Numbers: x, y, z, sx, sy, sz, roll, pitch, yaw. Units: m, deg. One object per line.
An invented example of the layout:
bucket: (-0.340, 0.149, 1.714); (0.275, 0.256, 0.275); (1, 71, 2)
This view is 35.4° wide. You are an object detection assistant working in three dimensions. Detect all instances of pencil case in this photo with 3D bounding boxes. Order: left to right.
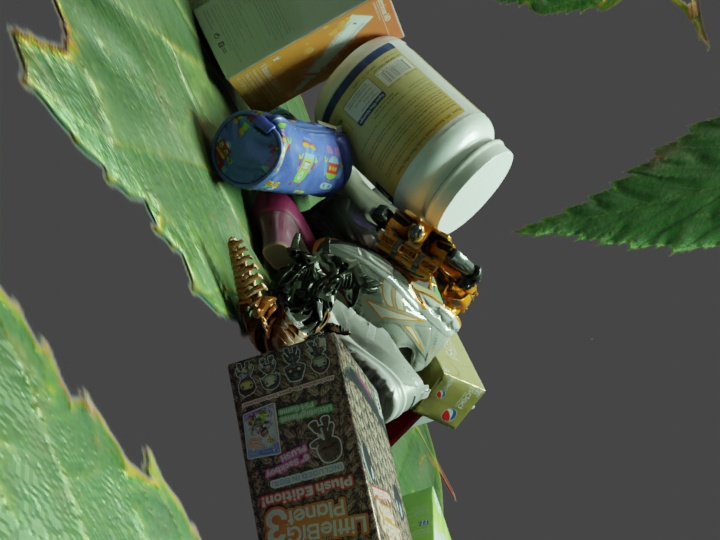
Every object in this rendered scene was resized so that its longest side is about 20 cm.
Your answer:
pencil case: (-0.074, -0.121, 1.174); (0.078, 0.087, 0.200); (37, 15, 18)

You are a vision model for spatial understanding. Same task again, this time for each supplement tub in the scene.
supplement tub: (0.060, -0.151, 1.272); (0.200, 0.144, 0.144); (45, -1, 17)

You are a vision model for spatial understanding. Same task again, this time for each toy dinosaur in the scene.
toy dinosaur: (-0.057, 0.044, 1.043); (0.136, 0.102, 0.201); (-54, 152, -23)

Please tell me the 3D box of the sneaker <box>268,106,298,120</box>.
sneaker: (-0.100, -0.156, 1.352); (0.087, 0.077, 0.200); (61, -1, 8)

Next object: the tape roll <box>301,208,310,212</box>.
tape roll: (-0.029, 0.014, 1.464); (0.200, 0.065, 0.202); (-17, 90, -84)

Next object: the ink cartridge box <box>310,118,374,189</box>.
ink cartridge box: (-0.032, -0.152, 1.537); (0.117, 0.067, 0.200); (56, -6, -13)

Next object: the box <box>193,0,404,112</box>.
box: (-0.066, -0.278, 1.268); (0.098, 0.199, 0.124); (63, 5, 16)

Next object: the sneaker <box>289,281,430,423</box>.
sneaker: (-0.011, 0.081, 1.160); (0.082, 0.075, 0.200); (-5, 44, -47)

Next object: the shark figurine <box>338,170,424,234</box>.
shark figurine: (0.050, -0.067, 1.371); (0.089, 0.212, 0.130); (-39, 137, -75)

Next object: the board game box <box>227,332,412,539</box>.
board game box: (-0.027, 0.181, 0.954); (0.160, 0.096, 0.202); (59, 16, -62)

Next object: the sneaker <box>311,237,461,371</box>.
sneaker: (0.018, 0.042, 1.230); (0.199, 0.092, 0.076); (36, -7, -22)

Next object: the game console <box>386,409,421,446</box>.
game console: (0.057, 0.201, 1.467); (0.200, 0.118, 0.174); (-92, 163, -63)

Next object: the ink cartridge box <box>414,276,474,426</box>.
ink cartridge box: (0.067, 0.124, 1.612); (0.088, 0.144, 0.201); (-97, 168, -51)

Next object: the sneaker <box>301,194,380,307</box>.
sneaker: (0.000, 0.000, 1.329); (0.091, 0.076, 0.201); (-43, 115, -36)

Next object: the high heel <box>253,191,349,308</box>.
high heel: (-0.061, -0.015, 1.267); (0.201, 0.067, 0.097); (63, 17, -52)

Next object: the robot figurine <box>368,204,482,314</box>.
robot figurine: (0.074, -0.008, 1.266); (0.144, 0.058, 0.200); (32, -6, 19)

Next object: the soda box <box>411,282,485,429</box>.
soda box: (0.079, 0.095, 1.361); (0.067, 0.064, 0.201); (24, 23, -29)

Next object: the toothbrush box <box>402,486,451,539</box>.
toothbrush box: (0.069, 0.368, 1.307); (0.200, 0.085, 0.147); (-77, 149, -73)
